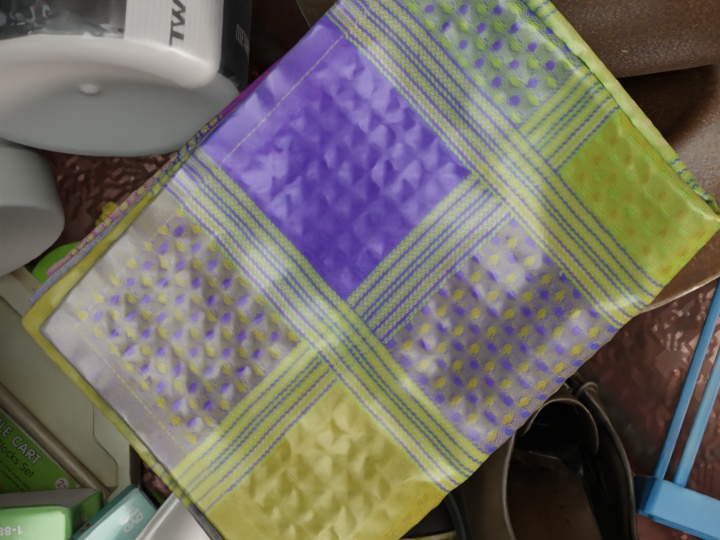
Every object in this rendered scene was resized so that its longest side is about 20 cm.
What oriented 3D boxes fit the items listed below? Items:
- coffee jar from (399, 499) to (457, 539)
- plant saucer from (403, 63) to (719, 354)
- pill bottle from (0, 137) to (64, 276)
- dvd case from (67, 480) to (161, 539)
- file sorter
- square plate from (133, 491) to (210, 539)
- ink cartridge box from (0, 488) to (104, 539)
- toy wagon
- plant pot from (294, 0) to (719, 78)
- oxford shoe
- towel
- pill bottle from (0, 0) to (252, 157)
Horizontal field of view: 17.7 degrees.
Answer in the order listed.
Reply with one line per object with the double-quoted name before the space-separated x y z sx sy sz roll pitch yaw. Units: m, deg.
"coffee jar" -0.006 0.162 0.862 0.104 0.085 0.201 -5 88 -4
"plant saucer" 0.057 -0.038 0.810 0.199 0.201 0.037 -15 116 5
"pill bottle" -0.182 -0.096 0.855 0.116 0.116 0.201 -21 75 4
"dvd case" -0.066 0.195 0.790 0.146 0.022 0.200 -40 98 -11
"file sorter" 0.211 0.063 0.821 0.199 0.139 0.123 20 88 5
"square plate" -0.040 0.198 0.770 0.200 0.028 0.198 42 80 -8
"ink cartridge box" -0.162 0.186 0.836 0.144 0.084 0.201 -4 89 1
"toy wagon" -0.145 0.058 0.902 0.155 0.040 0.200 44 92 4
"plant pot" 0.074 -0.139 0.783 0.199 0.187 0.188 -21 87 18
"oxford shoe" 0.056 0.048 0.811 0.072 0.085 0.201 -9 59 -25
"towel" 0.000 0.000 0.731 0.200 0.023 0.144 -42 80 14
"pill bottle" -0.086 -0.149 0.796 0.105 0.106 0.201 1 73 5
